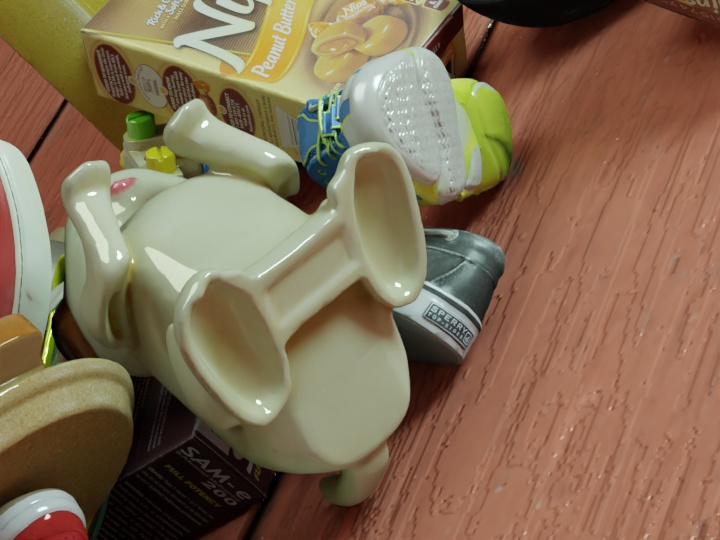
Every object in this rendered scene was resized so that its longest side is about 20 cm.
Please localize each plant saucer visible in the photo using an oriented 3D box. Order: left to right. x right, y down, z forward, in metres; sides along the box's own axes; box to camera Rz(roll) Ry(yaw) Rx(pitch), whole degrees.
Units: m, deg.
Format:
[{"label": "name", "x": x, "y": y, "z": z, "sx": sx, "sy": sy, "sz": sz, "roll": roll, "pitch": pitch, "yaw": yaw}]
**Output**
[{"label": "plant saucer", "x": -0.146, "y": -0.193, "z": 1.416, "sx": 0.048, "sy": 0.200, "sz": 0.201, "roll": -17, "pitch": 38, "yaw": 43}]

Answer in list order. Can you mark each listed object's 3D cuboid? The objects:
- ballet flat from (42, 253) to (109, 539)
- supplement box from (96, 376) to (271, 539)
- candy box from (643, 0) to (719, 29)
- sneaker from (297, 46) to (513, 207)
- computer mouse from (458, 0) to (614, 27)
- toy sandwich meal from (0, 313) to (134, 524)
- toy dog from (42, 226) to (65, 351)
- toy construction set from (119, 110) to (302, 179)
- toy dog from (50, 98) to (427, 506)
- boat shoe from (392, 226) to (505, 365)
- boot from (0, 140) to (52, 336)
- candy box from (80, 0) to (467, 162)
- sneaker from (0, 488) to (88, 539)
[{"label": "ballet flat", "x": -0.159, "y": 0.070, "z": 1.072, "sx": 0.067, "sy": 0.067, "sz": 0.201, "roll": -26, "pitch": 36, "yaw": 35}, {"label": "supplement box", "x": -0.133, "y": 0.108, "z": 1.125, "sx": 0.199, "sy": 0.061, "sz": 0.109, "roll": -31, "pitch": 31, "yaw": 31}, {"label": "candy box", "x": 0.210, "y": -0.214, "z": 1.023, "sx": 0.116, "sy": 0.057, "sz": 0.201, "roll": 26, "pitch": 74, "yaw": 36}, {"label": "sneaker", "x": 0.006, "y": -0.062, "z": 1.037, "sx": 0.104, "sy": 0.200, "sz": 0.076, "roll": -8, "pitch": 84, "yaw": 20}, {"label": "computer mouse", "x": 0.146, "y": -0.184, "z": 1.139, "sx": 0.199, "sy": 0.053, "sz": 0.139, "roll": -24, "pitch": 34, "yaw": 21}, {"label": "toy sandwich meal", "x": -0.186, "y": 0.094, "z": 0.920, "sx": 0.205, "sy": 0.070, "sz": 0.205, "roll": -40, "pitch": -19, "yaw": -17}, {"label": "toy dog", "x": -0.185, "y": -0.002, "z": 1.321, "sx": 0.199, "sy": 0.096, "sz": 0.132, "roll": -26, "pitch": 33, "yaw": 37}, {"label": "toy construction set", "x": -0.106, "y": -0.093, "z": 1.297, "sx": 0.130, "sy": 0.093, "sz": 0.201, "roll": -9, "pitch": 43, "yaw": -6}, {"label": "toy dog", "x": -0.066, "y": 0.010, "z": 0.993, "sx": 0.199, "sy": 0.194, "sz": 0.140, "roll": 19, "pitch": 59, "yaw": 47}, {"label": "boat shoe", "x": -0.002, "y": -0.002, "z": 1.065, "sx": 0.199, "sy": 0.074, "sz": 0.068, "roll": 3, "pitch": 59, "yaw": 58}, {"label": "boot", "x": -0.227, "y": 0.030, "z": 0.983, "sx": 0.072, "sy": 0.144, "sz": 0.202, "roll": 8, "pitch": 93, "yaw": 47}, {"label": "candy box", "x": -0.051, "y": -0.131, "z": 1.218, "sx": 0.199, "sy": 0.056, "sz": 0.116, "roll": 20, "pitch": 51, "yaw": 25}, {"label": "sneaker", "x": -0.143, "y": 0.200, "z": 0.914, "sx": 0.113, "sy": 0.071, "sz": 0.201, "roll": 48, "pitch": 131, "yaw": 36}]
